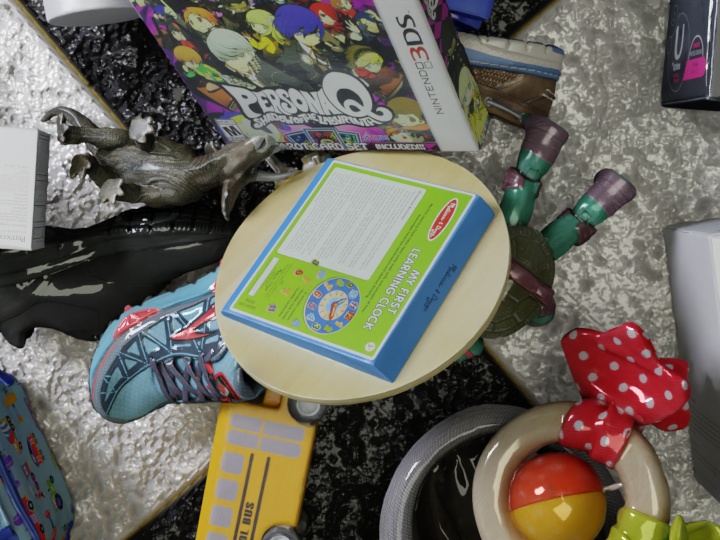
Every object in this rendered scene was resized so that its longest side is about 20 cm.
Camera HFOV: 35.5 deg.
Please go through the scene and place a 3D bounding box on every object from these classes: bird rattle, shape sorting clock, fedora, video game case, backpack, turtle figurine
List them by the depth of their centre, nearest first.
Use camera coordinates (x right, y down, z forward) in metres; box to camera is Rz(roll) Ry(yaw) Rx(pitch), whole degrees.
[{"bbox_3d":[-0.034,-0.145,0.730,0.200,0.181,0.036,4,58,25],"label":"video game case"},{"bbox_3d":[0.150,0.140,0.735,0.163,0.113,0.200,-18,85,15],"label":"bird rattle"},{"bbox_3d":[0.000,0.000,0.738,0.200,0.200,0.039,-26,137,3],"label":"shape sorting clock"},{"bbox_3d":[-0.299,0.169,0.773,0.134,0.200,0.183,-21,93,2],"label":"backpack"},{"bbox_3d":[0.099,-0.003,0.792,0.150,0.101,0.200,37,91,-27],"label":"turtle figurine"},{"bbox_3d":[0.104,0.195,0.825,0.177,0.090,0.200,-24,89,1],"label":"fedora"}]

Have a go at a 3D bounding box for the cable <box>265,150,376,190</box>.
[{"bbox_3d":[0.007,-0.016,0.842,0.097,0.050,0.200,-22,106,-1],"label":"cable"}]

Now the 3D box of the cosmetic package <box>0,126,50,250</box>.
[{"bbox_3d":[-0.314,-0.060,0.753,0.200,0.051,0.083,4,91,-5],"label":"cosmetic package"}]

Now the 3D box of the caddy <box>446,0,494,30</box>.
[{"bbox_3d":[0.015,-0.231,0.765,0.200,0.141,0.105,9,95,-1],"label":"caddy"}]

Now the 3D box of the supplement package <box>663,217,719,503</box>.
[{"bbox_3d":[0.299,0.060,0.796,0.120,0.121,0.200,-9,95,2],"label":"supplement package"}]

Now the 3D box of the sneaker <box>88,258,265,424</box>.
[{"bbox_3d":[-0.107,0.056,0.789,0.200,0.096,0.079,-34,132,8],"label":"sneaker"}]

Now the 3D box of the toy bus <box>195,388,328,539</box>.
[{"bbox_3d":[-0.073,0.154,0.837,0.078,0.065,0.200,11,95,1],"label":"toy bus"}]

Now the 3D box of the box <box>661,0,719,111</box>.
[{"bbox_3d":[0.324,-0.159,0.777,0.200,0.122,0.106,4,96,1],"label":"box"}]

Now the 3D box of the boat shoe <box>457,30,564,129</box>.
[{"bbox_3d":[0.044,-0.138,0.807,0.200,0.072,0.073,7,96,0],"label":"boat shoe"}]

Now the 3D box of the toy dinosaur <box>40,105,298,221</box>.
[{"bbox_3d":[-0.155,-0.072,0.802,0.200,0.102,0.077,7,80,33],"label":"toy dinosaur"}]

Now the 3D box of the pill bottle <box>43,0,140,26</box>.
[{"bbox_3d":[-0.196,-0.276,0.782,0.104,0.104,0.200,-7,95,1],"label":"pill bottle"}]

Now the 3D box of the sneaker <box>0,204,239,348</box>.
[{"bbox_3d":[-0.181,0.004,0.830,0.200,0.076,0.091,-10,106,6],"label":"sneaker"}]
